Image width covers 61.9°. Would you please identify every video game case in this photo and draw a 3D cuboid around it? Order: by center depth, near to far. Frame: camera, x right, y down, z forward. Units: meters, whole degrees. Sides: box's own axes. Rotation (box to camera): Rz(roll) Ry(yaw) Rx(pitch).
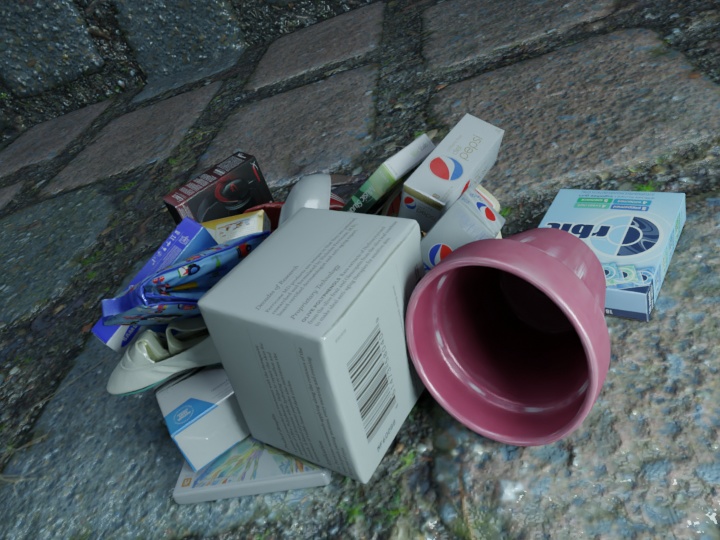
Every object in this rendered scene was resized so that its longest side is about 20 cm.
[{"bbox_3d":[-0.118,0.191,0.743,0.194,0.022,0.184,-13,35,15],"label":"video game case"}]

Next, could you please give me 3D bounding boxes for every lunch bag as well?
[{"bbox_3d":[-0.218,0.022,0.737,0.197,0.097,0.149,-12,-3,-41],"label":"lunch bag"}]

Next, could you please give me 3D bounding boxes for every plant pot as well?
[{"bbox_3d":[0.173,0.046,0.632,0.196,0.206,0.178,6,27,37],"label":"plant pot"}]

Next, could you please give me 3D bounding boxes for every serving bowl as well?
[{"bbox_3d":[-0.094,-0.047,0.895,0.064,0.204,0.202,10,32,-10],"label":"serving bowl"}]

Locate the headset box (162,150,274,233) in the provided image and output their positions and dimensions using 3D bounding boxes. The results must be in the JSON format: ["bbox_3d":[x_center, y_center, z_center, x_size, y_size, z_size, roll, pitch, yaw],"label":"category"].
[{"bbox_3d":[-0.263,-0.106,1.132,0.198,0.151,0.074,-37,35,-23],"label":"headset box"}]

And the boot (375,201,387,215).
[{"bbox_3d":[0.056,-0.046,0.935,0.199,0.065,0.184,-40,31,-24],"label":"boot"}]

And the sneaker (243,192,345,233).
[{"bbox_3d":[-0.115,-0.100,1.099,0.193,0.081,0.116,2,23,-5],"label":"sneaker"}]

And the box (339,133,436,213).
[{"bbox_3d":[0.024,-0.121,0.955,0.200,0.036,0.144,-45,-1,43],"label":"box"}]

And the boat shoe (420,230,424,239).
[{"bbox_3d":[0.001,0.001,0.846,0.198,0.073,0.066,-30,3,24],"label":"boat shoe"}]

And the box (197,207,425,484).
[{"bbox_3d":[-0.033,0.071,0.661,0.167,0.203,0.201,9,40,32],"label":"box"}]

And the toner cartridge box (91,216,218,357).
[{"bbox_3d":[-0.273,0.033,0.845,0.043,0.096,0.202,26,72,31],"label":"toner cartridge box"}]

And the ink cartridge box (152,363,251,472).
[{"bbox_3d":[-0.204,0.146,0.777,0.115,0.069,0.199,-32,33,-16],"label":"ink cartridge box"}]

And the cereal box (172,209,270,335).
[{"bbox_3d":[-0.211,0.010,0.921,0.140,0.040,0.205,-9,57,11],"label":"cereal box"}]

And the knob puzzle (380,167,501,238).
[{"bbox_3d":[0.109,-0.074,0.882,0.213,0.031,0.226,-7,65,15],"label":"knob puzzle"}]

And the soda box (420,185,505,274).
[{"bbox_3d":[0.088,-0.005,0.744,0.201,0.063,0.068,-51,-4,31],"label":"soda box"}]

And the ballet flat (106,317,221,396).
[{"bbox_3d":[-0.236,0.096,0.743,0.195,0.071,0.070,-17,33,10],"label":"ballet flat"}]

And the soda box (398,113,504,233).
[{"bbox_3d":[0.131,-0.139,0.853,0.067,0.065,0.201,28,53,17],"label":"soda box"}]

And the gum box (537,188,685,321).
[{"bbox_3d":[0.307,-0.030,0.774,0.167,0.045,0.201,8,45,39],"label":"gum box"}]
